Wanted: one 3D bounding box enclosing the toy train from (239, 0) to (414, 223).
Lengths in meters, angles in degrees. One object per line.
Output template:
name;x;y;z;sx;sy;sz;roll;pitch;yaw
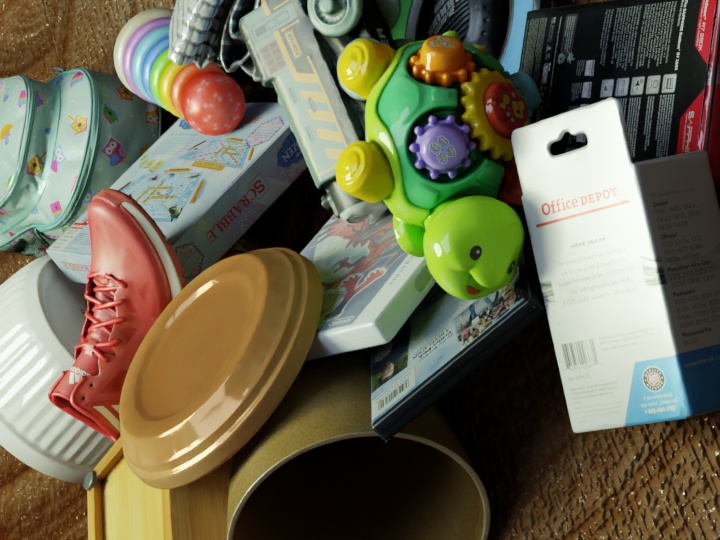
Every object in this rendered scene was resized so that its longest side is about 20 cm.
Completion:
toy train;-0.009;-0.134;1.559;0.114;0.085;0.200;-28;82;30

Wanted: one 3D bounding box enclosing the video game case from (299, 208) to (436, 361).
video game case;0.000;0.000;1.539;0.200;0.023;0.182;-15;28;51

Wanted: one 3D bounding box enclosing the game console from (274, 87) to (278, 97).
game console;-0.039;-0.242;1.709;0.176;0.116;0.200;28;103;54

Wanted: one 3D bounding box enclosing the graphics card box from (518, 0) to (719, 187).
graphics card box;0.182;-0.118;1.414;0.200;0.051;0.126;1;82;54

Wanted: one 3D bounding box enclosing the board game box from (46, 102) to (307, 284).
board game box;-0.145;-0.064;1.781;0.200;0.041;0.200;-47;27;-22

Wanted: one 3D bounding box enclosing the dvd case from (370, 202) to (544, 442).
dvd case;0.063;0.024;1.461;0.143;0.018;0.200;-40;19;17

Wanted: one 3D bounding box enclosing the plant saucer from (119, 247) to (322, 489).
plant saucer;-0.109;0.063;1.519;0.200;0.037;0.200;-37;31;26

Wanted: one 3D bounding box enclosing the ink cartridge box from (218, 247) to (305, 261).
ink cartridge box;-0.110;0.089;1.745;0.176;0.084;0.200;-34;54;44

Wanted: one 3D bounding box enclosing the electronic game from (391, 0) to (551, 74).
electronic game;0.078;-0.183;1.583;0.200;0.042;0.200;-20;66;55

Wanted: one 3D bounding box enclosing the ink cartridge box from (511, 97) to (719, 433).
ink cartridge box;0.172;-0.005;1.329;0.116;0.067;0.200;-14;87;56

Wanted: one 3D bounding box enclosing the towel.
towel;-0.094;-0.257;1.782;0.200;0.085;0.166;-104;36;-71

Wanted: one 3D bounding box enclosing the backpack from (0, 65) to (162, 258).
backpack;-0.280;-0.105;1.992;0.200;0.153;0.176;-10;67;47

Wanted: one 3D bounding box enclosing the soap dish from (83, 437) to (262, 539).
soap dish;-0.145;0.196;1.596;0.157;0.081;0.200;-49;34;36

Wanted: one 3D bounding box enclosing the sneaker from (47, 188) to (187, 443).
sneaker;-0.194;0.045;1.631;0.078;0.115;0.200;7;122;52

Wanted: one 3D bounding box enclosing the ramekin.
ramekin;-0.250;0.077;1.858;0.105;0.200;0.200;-44;46;27

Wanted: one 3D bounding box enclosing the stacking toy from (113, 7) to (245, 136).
stacking toy;-0.148;-0.164;1.835;0.200;0.085;0.085;43;116;58

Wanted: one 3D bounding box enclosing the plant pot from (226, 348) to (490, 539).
plant pot;-0.018;0.127;1.540;0.187;0.186;0.200;-59;27;27

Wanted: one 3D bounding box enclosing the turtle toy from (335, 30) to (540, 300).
turtle toy;0.065;-0.073;1.405;0.101;0.146;0.200;-20;60;43

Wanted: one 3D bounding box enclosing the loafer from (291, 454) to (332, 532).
loafer;-0.040;0.242;1.613;0.070;0.068;0.201;-26;61;47
